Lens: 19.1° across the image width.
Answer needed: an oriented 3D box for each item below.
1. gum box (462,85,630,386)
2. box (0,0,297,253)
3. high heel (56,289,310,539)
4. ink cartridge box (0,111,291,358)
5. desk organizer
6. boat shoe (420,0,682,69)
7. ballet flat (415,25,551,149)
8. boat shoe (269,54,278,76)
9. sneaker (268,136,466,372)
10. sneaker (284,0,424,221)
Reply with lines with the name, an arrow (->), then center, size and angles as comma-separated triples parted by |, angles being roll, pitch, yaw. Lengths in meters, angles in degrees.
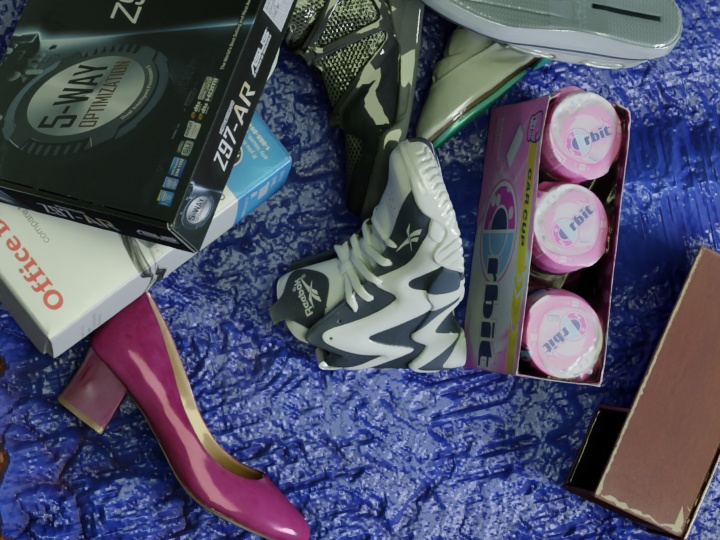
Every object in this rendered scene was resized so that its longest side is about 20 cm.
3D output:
gum box -> 0.128, -0.025, 1.486 | 0.066, 0.113, 0.200 | 7, 88, -16
box -> -0.139, -0.124, 1.319 | 0.160, 0.044, 0.200 | 15, 76, 24
high heel -> -0.099, 0.102, 1.443 | 0.200, 0.067, 0.096 | 35, 92, -10
ink cartridge box -> -0.167, -0.060, 1.402 | 0.200, 0.084, 0.145 | -38, 87, -12
desk organizer -> 0.227, 0.086, 1.540 | 0.077, 0.072, 0.200 | 26, 84, -13
boat shoe -> 0.115, -0.171, 1.444 | 0.200, 0.067, 0.074 | 16, 65, -13
ballet flat -> 0.102, -0.158, 1.507 | 0.200, 0.069, 0.069 | -36, 100, -20
boat shoe -> -0.093, -0.199, 1.406 | 0.060, 0.072, 0.202 | -14, 55, 14
sneaker -> 0.000, 0.000, 1.437 | 0.130, 0.199, 0.080 | -11, 53, -4
sneaker -> -0.017, -0.136, 1.467 | 0.114, 0.076, 0.200 | 4, 100, -1
